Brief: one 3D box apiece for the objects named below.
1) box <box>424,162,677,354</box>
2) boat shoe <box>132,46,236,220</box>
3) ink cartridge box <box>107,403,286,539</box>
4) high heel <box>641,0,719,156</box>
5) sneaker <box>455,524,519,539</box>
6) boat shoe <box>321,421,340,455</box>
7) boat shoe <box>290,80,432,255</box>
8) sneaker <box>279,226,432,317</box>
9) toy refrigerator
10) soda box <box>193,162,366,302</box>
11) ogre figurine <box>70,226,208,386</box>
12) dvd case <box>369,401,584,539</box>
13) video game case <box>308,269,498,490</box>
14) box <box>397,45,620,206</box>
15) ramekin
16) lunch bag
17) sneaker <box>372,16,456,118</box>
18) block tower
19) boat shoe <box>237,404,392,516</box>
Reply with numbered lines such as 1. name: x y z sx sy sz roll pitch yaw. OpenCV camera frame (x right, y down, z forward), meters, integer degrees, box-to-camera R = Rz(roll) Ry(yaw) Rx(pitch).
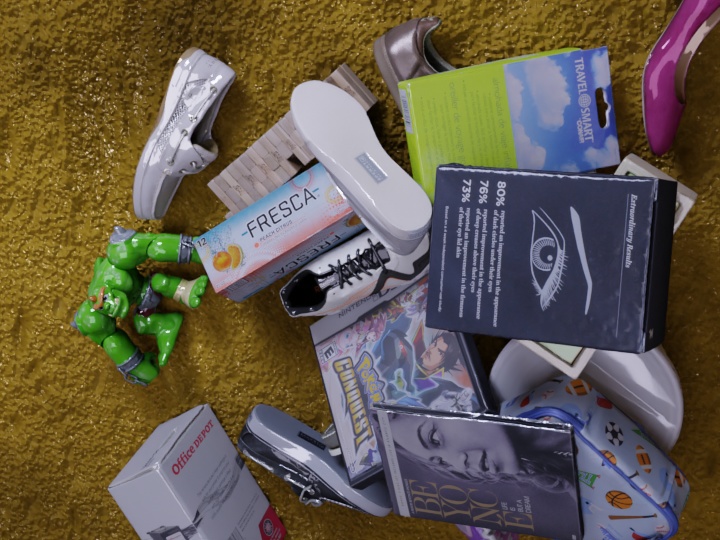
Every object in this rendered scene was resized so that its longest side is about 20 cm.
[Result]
1. box: 0.168 -0.014 1.024 0.199 0.104 0.149 7 96 24
2. boat shoe: -0.186 -0.133 1.242 0.069 0.071 0.201 26 115 5
3. ink cartridge box: -0.188 0.282 1.373 0.083 0.145 0.201 -24 104 25
4. high heel: 0.315 -0.202 1.076 0.095 0.067 0.202 8 111 23
5. sneaker: 0.101 0.250 1.325 0.088 0.080 0.201 -33 95 31
6. boat shoe: 0.025 0.128 1.294 0.202 0.072 0.060 -42 99 19
7. boat shoe: -0.002 -0.098 1.134 0.200 0.072 0.069 46 152 17
8. sneaker: 0.000 0.000 1.221 0.199 0.080 0.074 -32 84 28
9. toy refrigerator: 0.228 -0.004 1.094 0.076 0.070 0.201 34 108 10
10. soda box: -0.071 -0.046 1.217 0.199 0.064 0.069 -30 71 11
11. ogre figurine: -0.250 0.032 1.320 0.119 0.099 0.200 23 133 -15
12. dvd case: 0.114 0.197 1.134 0.199 0.016 0.150 4 128 23
13. video game case: 0.039 0.102 1.231 0.180 0.201 0.025 -33 145 24
14. box: 0.144 -0.141 1.124 0.198 0.048 0.123 -12 104 -8
15. ramekin: 0.236 0.123 1.222 0.201 0.094 0.204 6 114 13
16. lunch bag: 0.216 0.205 1.153 0.200 0.076 0.160 46 135 -8
17. sneaker: 0.088 -0.155 1.159 0.075 0.071 0.201 -26 104 22
18. block tower: -0.076 -0.130 1.223 0.200 0.054 0.058 -40 97 25
19. boat shoe: -0.055 0.237 1.357 0.198 0.074 0.068 30 112 2
